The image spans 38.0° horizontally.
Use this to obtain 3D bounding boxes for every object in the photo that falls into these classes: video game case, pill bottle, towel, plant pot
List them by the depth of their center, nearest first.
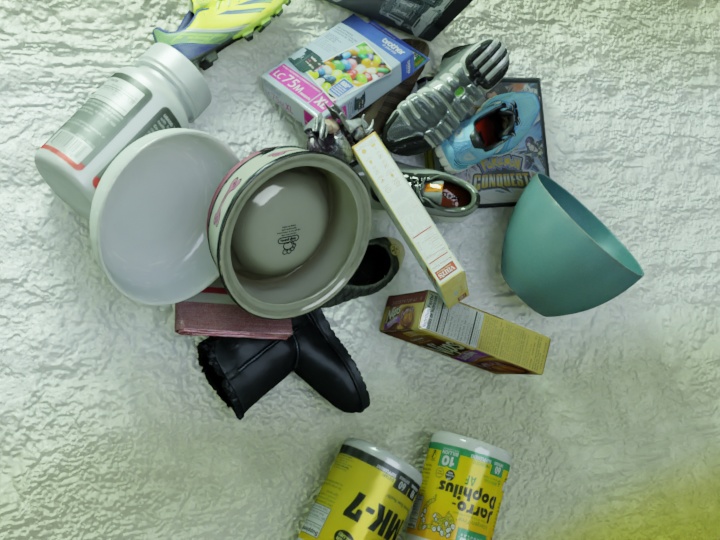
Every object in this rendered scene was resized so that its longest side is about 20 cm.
[{"bbox_3d":[-0.271,-0.161,1.215,0.114,0.113,0.201,45,69,-15],"label":"pill bottle"},{"bbox_3d":[-0.158,-0.013,1.273,0.142,0.023,0.203,5,62,-22],"label":"towel"},{"bbox_3d":[-0.012,0.322,1.301,0.113,0.114,0.202,32,73,-19],"label":"pill bottle"},{"bbox_3d":[0.121,0.322,1.364,0.111,0.112,0.203,22,77,-22],"label":"pill bottle"},{"bbox_3d":[0.272,-0.016,1.440,0.199,0.201,0.135,35,109,-19],"label":"plant pot"},{"bbox_3d":[0.178,-0.181,1.481,0.197,0.025,0.184,-4,87,-26],"label":"video game case"}]

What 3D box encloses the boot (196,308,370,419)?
[{"bbox_3d":[-0.098,0.126,1.298,0.161,0.073,0.200,-32,93,-26],"label":"boot"}]

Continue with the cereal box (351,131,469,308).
[{"bbox_3d":[0.064,-0.057,1.263,0.039,0.144,0.202,-32,76,1],"label":"cereal box"}]

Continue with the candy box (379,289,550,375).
[{"bbox_3d":[0.138,0.086,1.390,0.198,0.116,0.057,22,76,-21],"label":"candy box"}]

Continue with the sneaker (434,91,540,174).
[{"bbox_3d":[0.190,-0.192,1.416,0.199,0.089,0.079,-36,101,-38],"label":"sneaker"}]

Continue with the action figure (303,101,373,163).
[{"bbox_3d":[-0.060,-0.121,1.273,0.199,0.069,0.131,-39,134,-6],"label":"action figure"}]

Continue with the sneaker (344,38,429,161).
[{"bbox_3d":[0.027,-0.231,1.398,0.200,0.070,0.076,-50,149,-30],"label":"sneaker"}]

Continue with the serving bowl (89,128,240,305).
[{"bbox_3d":[-0.221,-0.067,1.173,0.198,0.065,0.203,-23,126,-35],"label":"serving bowl"}]

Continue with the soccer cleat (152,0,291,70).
[{"bbox_3d":[-0.170,-0.318,1.305,0.199,0.065,0.084,-39,100,-23],"label":"soccer cleat"}]

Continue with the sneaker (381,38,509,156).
[{"bbox_3d":[0.106,-0.232,1.392,0.199,0.116,0.075,-38,109,5],"label":"sneaker"}]

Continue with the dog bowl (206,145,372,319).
[{"bbox_3d":[-0.087,-0.051,1.193,0.198,0.074,0.203,-17,123,-28],"label":"dog bowl"}]

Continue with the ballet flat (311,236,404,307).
[{"bbox_3d":[0.000,0.000,1.340,0.199,0.057,0.067,-27,84,-48],"label":"ballet flat"}]

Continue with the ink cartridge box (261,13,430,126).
[{"bbox_3d":[-0.017,-0.262,1.351,0.199,0.042,0.119,-37,59,-25],"label":"ink cartridge box"}]

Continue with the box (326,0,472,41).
[{"bbox_3d":[0.049,-0.387,1.361,0.197,0.157,0.051,16,64,-24],"label":"box"}]

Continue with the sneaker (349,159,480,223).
[{"bbox_3d":[0.066,-0.111,1.381,0.196,0.079,0.075,8,87,-8],"label":"sneaker"}]
